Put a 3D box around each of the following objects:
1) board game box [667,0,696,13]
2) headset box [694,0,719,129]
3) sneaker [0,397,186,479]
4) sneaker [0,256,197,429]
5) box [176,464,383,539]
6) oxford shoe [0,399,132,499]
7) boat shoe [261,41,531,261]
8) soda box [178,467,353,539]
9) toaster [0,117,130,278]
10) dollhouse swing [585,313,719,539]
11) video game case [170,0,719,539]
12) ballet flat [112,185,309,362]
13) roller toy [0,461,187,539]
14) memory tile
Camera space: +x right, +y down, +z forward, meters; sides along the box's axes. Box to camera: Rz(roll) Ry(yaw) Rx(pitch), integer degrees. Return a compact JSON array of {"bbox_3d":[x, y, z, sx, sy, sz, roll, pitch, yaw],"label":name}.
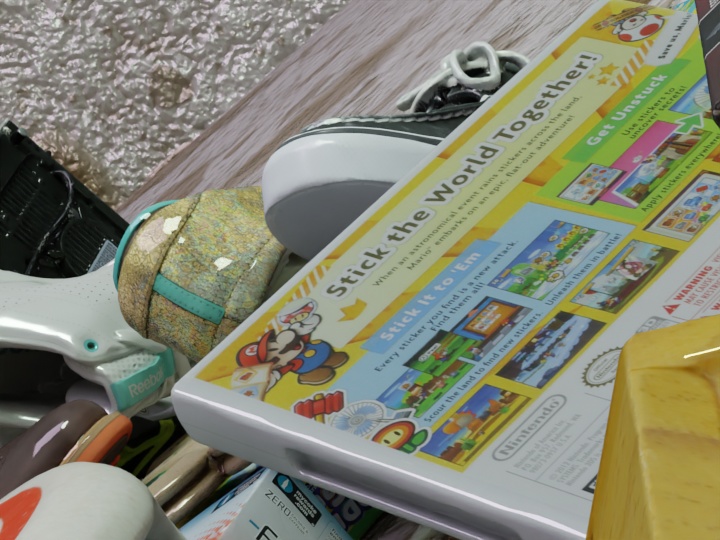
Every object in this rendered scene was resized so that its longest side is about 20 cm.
[{"bbox_3d":[0.096,-0.041,1.160,0.151,0.047,0.200,-45,9,-14],"label":"board game box"},{"bbox_3d":[0.133,-0.019,0.541,0.075,0.149,0.200,-40,8,13],"label":"headset box"},{"bbox_3d":[-0.087,0.047,1.201,0.200,0.076,0.076,-15,-39,-47],"label":"sneaker"},{"bbox_3d":[-0.083,0.028,1.103,0.199,0.075,0.088,-12,23,-15],"label":"sneaker"},{"bbox_3d":[-0.030,0.085,1.114,0.200,0.048,0.117,-44,8,-26],"label":"box"},{"bbox_3d":[-0.162,0.094,1.063,0.200,0.073,0.071,-38,3,29],"label":"oxford shoe"},{"bbox_3d":[0.041,-0.038,0.971,0.199,0.068,0.074,5,-20,-43],"label":"boat shoe"},{"bbox_3d":[-0.082,0.146,0.984,0.200,0.064,0.068,-37,8,32],"label":"soda box"},{"bbox_3d":[-0.139,0.059,1.309,0.119,0.200,0.181,-42,14,33],"label":"toaster"},{"bbox_3d":[0.115,0.099,0.372,0.200,0.175,0.182,-88,6,-71],"label":"dollhouse swing"},{"bbox_3d":[0.075,0.000,0.811,0.182,0.023,0.200,16,49,44],"label":"video game case"},{"bbox_3d":[0.000,0.000,1.017,0.071,0.071,0.200,-36,-15,35],"label":"ballet flat"},{"bbox_3d":[-0.099,0.147,0.792,0.182,0.140,0.200,-47,9,-34],"label":"roller toy"},{"bbox_3d":[-0.083,0.087,1.065,0.200,0.017,0.153,-39,2,9],"label":"memory tile"}]
